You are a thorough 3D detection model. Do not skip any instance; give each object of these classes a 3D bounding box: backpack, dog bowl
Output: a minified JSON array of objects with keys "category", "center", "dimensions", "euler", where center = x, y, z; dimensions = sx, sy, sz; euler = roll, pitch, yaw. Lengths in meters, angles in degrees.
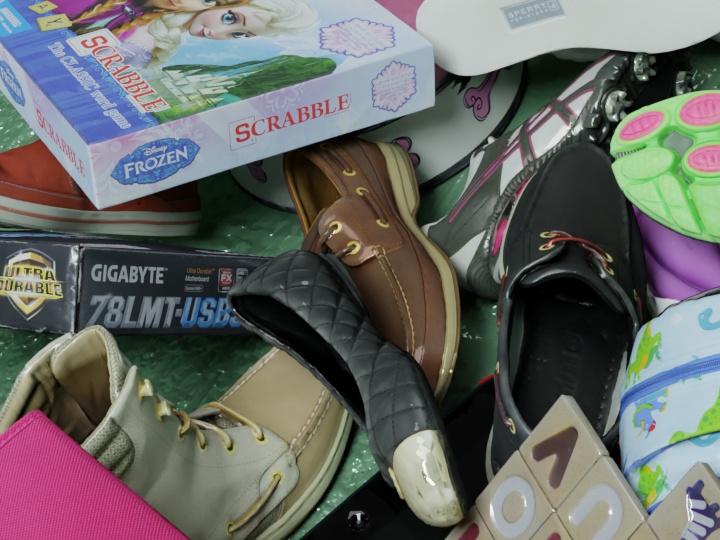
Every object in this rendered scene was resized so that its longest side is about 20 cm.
[{"category":"backpack","center":[0.201,0.063,0.660],"dimensions":[0.199,0.163,0.155],"euler":[11,72,16]},{"category":"dog bowl","center":[-0.004,-0.129,1.021],"dimensions":[0.199,0.074,0.201],"euler":[-13,42,12]}]

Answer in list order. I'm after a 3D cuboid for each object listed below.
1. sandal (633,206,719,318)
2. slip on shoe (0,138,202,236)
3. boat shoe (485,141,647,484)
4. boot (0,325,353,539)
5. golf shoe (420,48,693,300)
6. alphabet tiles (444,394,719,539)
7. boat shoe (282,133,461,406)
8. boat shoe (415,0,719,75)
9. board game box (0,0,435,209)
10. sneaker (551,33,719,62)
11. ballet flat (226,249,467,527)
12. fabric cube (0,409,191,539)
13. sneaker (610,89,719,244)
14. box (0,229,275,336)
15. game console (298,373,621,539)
[{"category":"sandal","center":[0.180,0.013,0.806],"dimensions":[0.082,0.050,0.203],"euler":[-32,42,-8]},{"category":"slip on shoe","center":[-0.168,-0.051,0.920],"dimensions":[0.074,0.062,0.199],"euler":[7,5,43]},{"category":"boat shoe","center":[0.100,0.015,0.773],"dimensions":[0.073,0.063,0.202],"euler":[13,53,0]},{"category":"boot","center":[-0.085,0.074,0.787],"dimensions":[0.072,0.155,0.200],"euler":[18,58,36]},{"category":"golf shoe","center":[0.107,-0.068,0.907],"dimensions":[0.088,0.077,0.200],"euler":[15,54,42]},{"category":"alphabet tiles","center":[0.096,0.152,0.629],"dimensions":[0.167,0.008,0.200],"euler":[-55,45,28]},{"category":"boat shoe","center":[0.000,-0.001,0.871],"dimensions":[0.067,0.072,0.201],"euler":[12,36,-23]},{"category":"boat shoe","center":[0.125,-0.150,0.889],"dimensions":[0.199,0.072,0.069],"euler":[-14,24,40]},{"category":"board game box","center":[-0.093,-0.123,0.927],"dimensions":[0.199,0.041,0.200],"euler":[-19,39,-24]},{"category":"sneaker","center":[0.168,-0.181,0.956],"dimensions":[0.199,0.100,0.078],"euler":[-5,43,6]},{"category":"ballet flat","center":[-0.004,0.055,0.750],"dimensions":[0.057,0.067,0.200],"euler":[-22,34,-12]},{"category":"fabric cube","center":[-0.100,0.214,0.618],"dimensions":[0.196,0.200,0.199],"euler":[-43,46,-20]},{"category":"sneaker","center":[0.219,-0.039,0.807],"dimensions":[0.199,0.084,0.077],"euler":[7,80,5]},{"category":"box","center":[-0.164,0.004,0.884],"dimensions":[0.198,0.200,0.050],"euler":[4,91,30]},{"category":"game console","center":[0.061,0.143,0.749],"dimensions":[0.200,0.031,0.177],"euler":[-39,50,-15]}]
